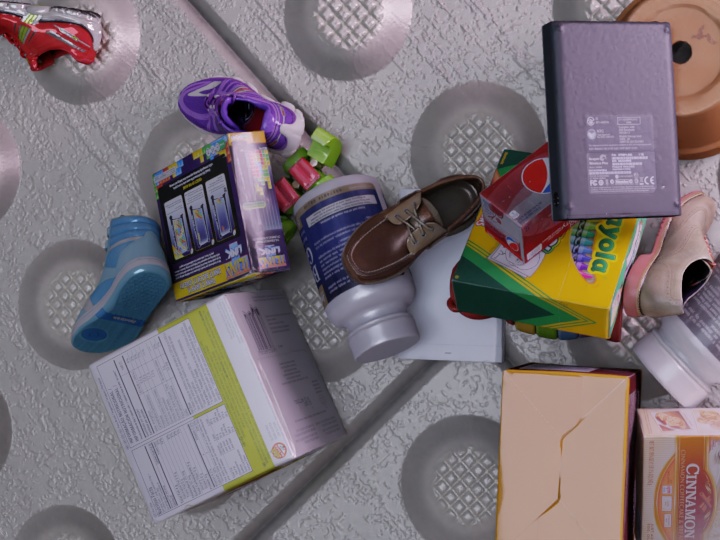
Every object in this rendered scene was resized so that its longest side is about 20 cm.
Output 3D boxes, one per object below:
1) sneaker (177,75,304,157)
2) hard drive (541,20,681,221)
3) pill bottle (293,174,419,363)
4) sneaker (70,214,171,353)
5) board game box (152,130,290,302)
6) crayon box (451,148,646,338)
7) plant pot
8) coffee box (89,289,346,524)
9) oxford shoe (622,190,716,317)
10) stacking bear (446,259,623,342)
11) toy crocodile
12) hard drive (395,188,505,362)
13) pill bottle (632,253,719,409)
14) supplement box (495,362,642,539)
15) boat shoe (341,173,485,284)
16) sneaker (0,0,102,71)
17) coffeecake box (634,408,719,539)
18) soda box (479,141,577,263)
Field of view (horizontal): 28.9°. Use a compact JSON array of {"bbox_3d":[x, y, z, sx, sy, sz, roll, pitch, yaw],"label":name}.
[{"bbox_3d":[-0.155,-0.199,1.700,0.199,0.083,0.082,19,91,39],"label":"sneaker"},{"bbox_3d":[0.259,-0.154,1.437,0.138,0.033,0.203,-2,88,-17],"label":"hard drive"},{"bbox_3d":[0.000,0.000,1.636,0.110,0.111,0.202,-24,72,15],"label":"pill bottle"},{"bbox_3d":[-0.305,0.009,1.771,0.200,0.079,0.132,-41,45,35],"label":"sneaker"},{"bbox_3d":[-0.170,-0.061,1.678,0.199,0.056,0.168,-17,84,54],"label":"board game box"},{"bbox_3d":[0.211,-0.033,1.517,0.170,0.059,0.201,9,53,21],"label":"crayon box"},{"bbox_3d":[0.354,-0.228,1.533,0.197,0.140,0.203,0,89,18],"label":"plant pot"},{"bbox_3d":[-0.165,0.156,1.652,0.196,0.199,0.202,-27,82,15],"label":"coffee box"},{"bbox_3d":[0.354,-0.013,1.515,0.074,0.200,0.071,10,136,33],"label":"oxford shoe"},{"bbox_3d":[0.198,0.021,1.581,0.197,0.114,0.122,4,50,11],"label":"stacking bear"},{"bbox_3d":[-0.092,-0.087,1.706,0.068,0.062,0.200,45,102,13],"label":"toy crocodile"},{"bbox_3d":[0.108,0.005,1.662,0.130,0.026,0.203,1,90,17],"label":"hard drive"},{"bbox_3d":[0.401,0.051,1.526,0.200,0.113,0.113,-45,78,11],"label":"pill bottle"},{"bbox_3d":[0.231,0.206,1.529,0.131,0.200,0.200,2,90,16],"label":"supplement box"},{"bbox_3d":[0.062,-0.055,1.575,0.199,0.072,0.076,-35,83,-26],"label":"boat shoe"},{"bbox_3d":[-0.430,-0.302,1.809,0.197,0.077,0.086,8,96,17],"label":"sneaker"},{"bbox_3d":[0.398,0.231,1.503,0.197,0.073,0.156,-1,109,5],"label":"coffeecake box"},{"bbox_3d":[0.222,-0.100,1.489,0.199,0.064,0.070,-36,53,-17],"label":"soda box"}]
